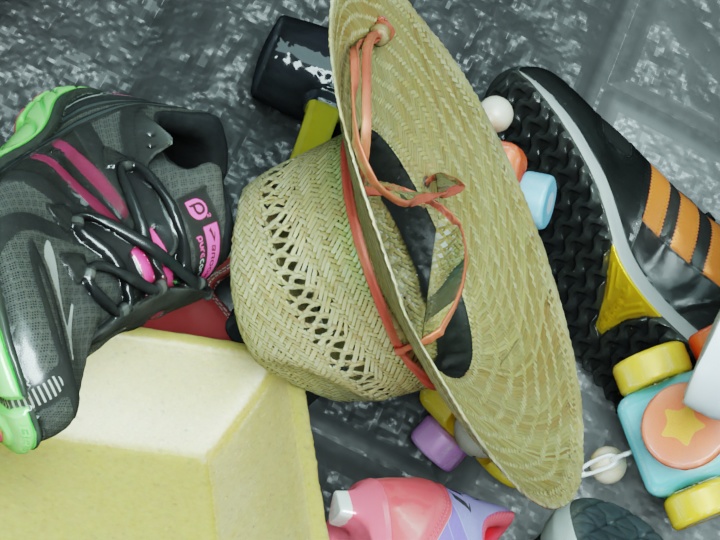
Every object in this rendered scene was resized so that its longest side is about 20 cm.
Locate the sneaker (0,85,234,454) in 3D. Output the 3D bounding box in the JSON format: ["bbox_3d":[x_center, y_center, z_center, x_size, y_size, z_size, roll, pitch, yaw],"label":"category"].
[{"bbox_3d":[-0.088,-0.012,0.765,0.083,0.077,0.200,-2,31,9],"label":"sneaker"}]

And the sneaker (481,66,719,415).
[{"bbox_3d":[0.125,-0.003,0.959,0.090,0.070,0.201,-18,69,-42],"label":"sneaker"}]

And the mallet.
[{"bbox_3d":[-0.033,-0.039,0.899,0.066,0.041,0.200,25,37,1],"label":"mallet"}]

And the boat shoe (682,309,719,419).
[{"bbox_3d":[0.192,-0.011,0.842,0.068,0.072,0.200,33,57,14],"label":"boat shoe"}]

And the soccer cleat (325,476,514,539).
[{"bbox_3d":[0.026,0.161,0.739,0.076,0.067,0.201,6,58,-21],"label":"soccer cleat"}]

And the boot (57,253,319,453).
[{"bbox_3d":[-0.111,0.009,0.865,0.200,0.072,0.144,41,57,-4],"label":"boot"}]

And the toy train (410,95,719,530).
[{"bbox_3d":[0.089,0.018,0.880,0.199,0.056,0.151,17,88,16],"label":"toy train"}]

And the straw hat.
[{"bbox_3d":[0.000,0.000,0.785,0.085,0.201,0.202,-21,64,17],"label":"straw hat"}]

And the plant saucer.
[{"bbox_3d":[-0.111,0.088,0.728,0.199,0.049,0.200,10,31,-14],"label":"plant saucer"}]

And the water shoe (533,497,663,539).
[{"bbox_3d":[0.085,0.169,0.804,0.071,0.079,0.200,26,31,-12],"label":"water shoe"}]
